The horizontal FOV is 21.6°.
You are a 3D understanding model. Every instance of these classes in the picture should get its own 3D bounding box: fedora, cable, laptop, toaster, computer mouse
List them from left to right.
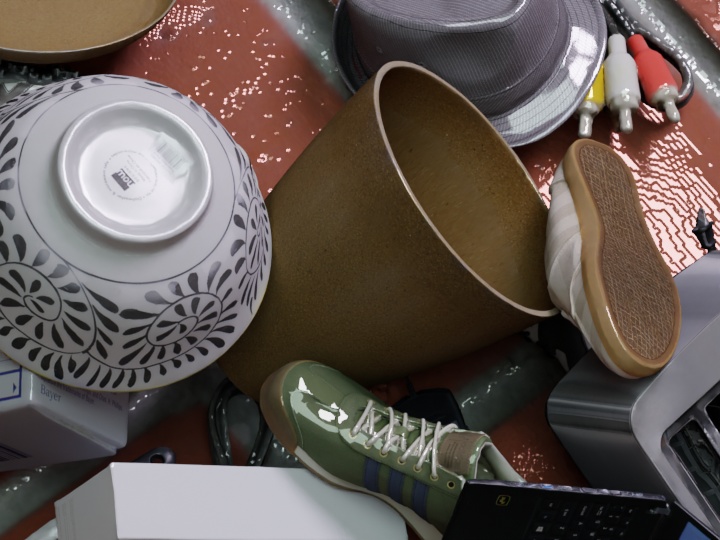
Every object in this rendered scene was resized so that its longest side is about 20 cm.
[{"bbox_3d":[-0.086,0.158,1.208,0.097,0.050,0.200,22,67,5],"label":"cable"},{"bbox_3d":[0.033,0.077,1.267,0.059,0.034,0.200,-21,65,5],"label":"computer mouse"},{"bbox_3d":[0.067,-0.183,1.312,0.200,0.090,0.177,29,75,26],"label":"fedora"},{"bbox_3d":[0.139,0.226,1.115,0.200,0.177,0.103,7,37,-16],"label":"laptop"},{"bbox_3d":[0.183,-0.184,1.362,0.097,0.050,0.200,-9,69,-6],"label":"cable"},{"bbox_3d":[0.234,0.091,1.190,0.181,0.119,0.200,-39,103,-19],"label":"toaster"}]

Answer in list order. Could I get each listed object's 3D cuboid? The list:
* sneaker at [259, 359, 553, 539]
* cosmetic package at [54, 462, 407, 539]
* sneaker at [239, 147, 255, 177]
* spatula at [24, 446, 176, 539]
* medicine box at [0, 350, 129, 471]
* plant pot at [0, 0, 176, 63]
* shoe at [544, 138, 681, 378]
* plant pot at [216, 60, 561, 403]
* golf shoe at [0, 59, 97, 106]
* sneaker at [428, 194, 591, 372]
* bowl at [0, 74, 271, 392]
[{"bbox_3d":[0.040,0.112,1.139,0.200,0.090,0.067,40,50,-14],"label":"sneaker"},{"bbox_3d":[-0.077,0.154,1.149,0.200,0.083,0.051,6,63,-32],"label":"cosmetic package"},{"bbox_3d":[-0.140,-0.008,1.245,0.076,0.088,0.200,30,70,6],"label":"sneaker"},{"bbox_3d":[-0.203,0.173,1.202,0.200,0.021,0.057,-34,72,-6],"label":"spatula"},{"bbox_3d":[-0.244,0.019,1.185,0.182,0.103,0.200,-11,65,26],"label":"medicine box"},{"bbox_3d":[-0.225,-0.204,1.326,0.200,0.028,0.200,5,42,-4],"label":"plant pot"},{"bbox_3d":[0.150,0.000,1.164,0.070,0.053,0.200,24,36,-22],"label":"shoe"},{"bbox_3d":[0.000,0.000,1.202,0.200,0.186,0.186,-36,69,26],"label":"plant pot"},{"bbox_3d":[-0.254,-0.100,1.300,0.200,0.078,0.095,3,98,-14],"label":"golf shoe"},{"bbox_3d":[0.105,0.018,1.281,0.088,0.076,0.200,-33,72,3],"label":"sneaker"},{"bbox_3d":[-0.137,-0.039,1.080,0.201,0.094,0.201,6,68,-16],"label":"bowl"}]
